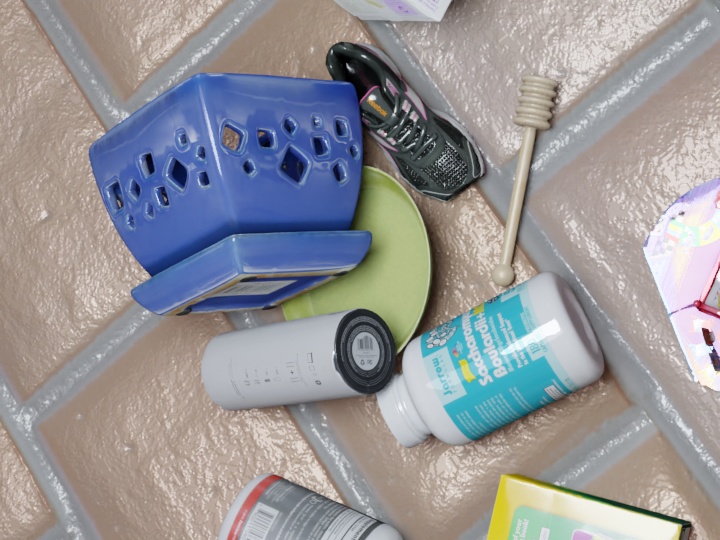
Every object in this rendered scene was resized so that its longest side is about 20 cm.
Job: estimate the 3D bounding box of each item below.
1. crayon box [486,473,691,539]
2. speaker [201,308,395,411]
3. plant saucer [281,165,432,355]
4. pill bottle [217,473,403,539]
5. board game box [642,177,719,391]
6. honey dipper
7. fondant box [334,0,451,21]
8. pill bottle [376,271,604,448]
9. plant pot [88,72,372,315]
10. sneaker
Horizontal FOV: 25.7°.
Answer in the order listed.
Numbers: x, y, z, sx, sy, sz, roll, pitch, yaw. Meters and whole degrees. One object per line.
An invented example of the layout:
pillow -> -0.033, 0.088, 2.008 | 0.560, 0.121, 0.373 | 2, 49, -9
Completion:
crayon box -> 0.191, 0.304, 1.435 | 0.171, 0.058, 0.202 | 13, 89, 23
speaker -> -0.063, 0.087, 1.501 | 0.199, 0.081, 0.082 | -12, 79, 46
plant saucer -> 0.000, 0.000, 1.525 | 0.199, 0.031, 0.202 | -3, 86, 42
pill bottle -> -0.028, 0.279, 1.490 | 0.199, 0.116, 0.117 | 21, 92, 21
board game box -> 0.345, 0.009, 1.415 | 0.157, 0.039, 0.201 | -23, 77, 17
honey dipper -> 0.153, -0.084, 1.502 | 0.038, 0.038, 0.202 | 10, 90, 21
fondant box -> 0.062, -0.335, 1.493 | 0.144, 0.058, 0.201 | 16, 78, 58
pill bottle -> 0.115, 0.091, 1.457 | 0.199, 0.111, 0.111 | -29, 75, 16
plant pot -> -0.114, -0.063, 1.481 | 0.199, 0.199, 0.181 | -23, 75, 45
sneaker -> 0.031, -0.145, 1.526 | 0.200, 0.086, 0.080 | 44, 102, 18
